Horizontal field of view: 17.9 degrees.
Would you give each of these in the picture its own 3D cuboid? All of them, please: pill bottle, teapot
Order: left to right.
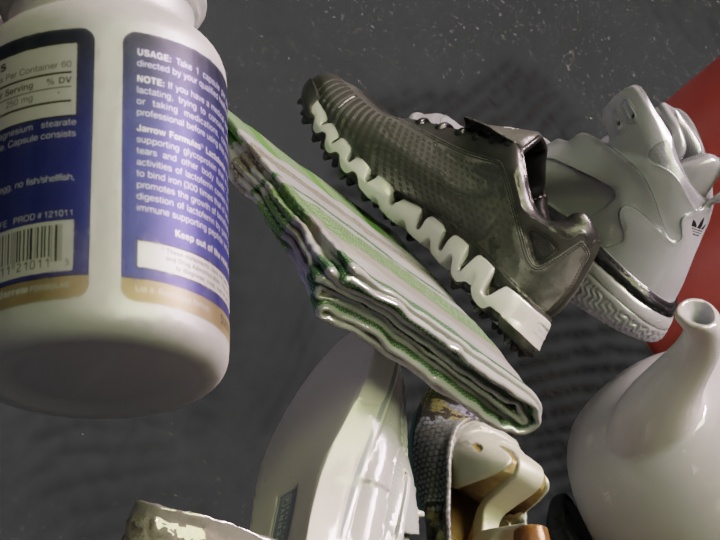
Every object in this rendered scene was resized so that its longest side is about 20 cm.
[{"bbox_3d":[-0.114,-0.046,1.000,0.115,0.115,0.202,18,61,-39],"label":"pill bottle"},{"bbox_3d":[0.218,0.113,1.221,0.198,0.146,0.200,54,22,9],"label":"teapot"}]

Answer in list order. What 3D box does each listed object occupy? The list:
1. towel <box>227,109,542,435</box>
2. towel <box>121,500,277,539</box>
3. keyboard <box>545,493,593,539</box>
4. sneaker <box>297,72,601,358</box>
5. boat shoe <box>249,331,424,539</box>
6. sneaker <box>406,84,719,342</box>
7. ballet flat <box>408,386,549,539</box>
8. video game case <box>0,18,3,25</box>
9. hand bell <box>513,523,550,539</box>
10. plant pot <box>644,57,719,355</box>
[{"bbox_3d":[0.000,0.000,1.123,0.149,0.031,0.200,37,8,-32],"label":"towel"},{"bbox_3d":[-0.028,0.185,0.953,0.199,0.034,0.134,23,75,-34],"label":"towel"},{"bbox_3d":[0.156,0.212,1.201,0.200,0.040,0.104,48,12,-6],"label":"keyboard"},{"bbox_3d":[0.052,-0.050,1.210,0.200,0.091,0.066,46,4,25],"label":"sneaker"},{"bbox_3d":[-0.004,0.114,1.059,0.068,0.072,0.201,38,37,-24],"label":"boat shoe"},{"bbox_3d":[0.115,-0.058,1.255,0.200,0.115,0.075,39,11,31],"label":"sneaker"},{"bbox_3d":[0.064,0.129,1.126,0.072,0.072,0.201,30,41,-28],"label":"ballet flat"},{"bbox_3d":[-0.181,-0.108,1.091,0.199,0.023,0.183,25,43,-35],"label":"video game case"},{"bbox_3d":[0.084,0.211,1.018,0.104,0.104,0.202,21,56,-37],"label":"hand bell"},{"bbox_3d":[0.235,-0.035,1.323,0.201,0.177,0.201,50,21,-27],"label":"plant pot"}]
